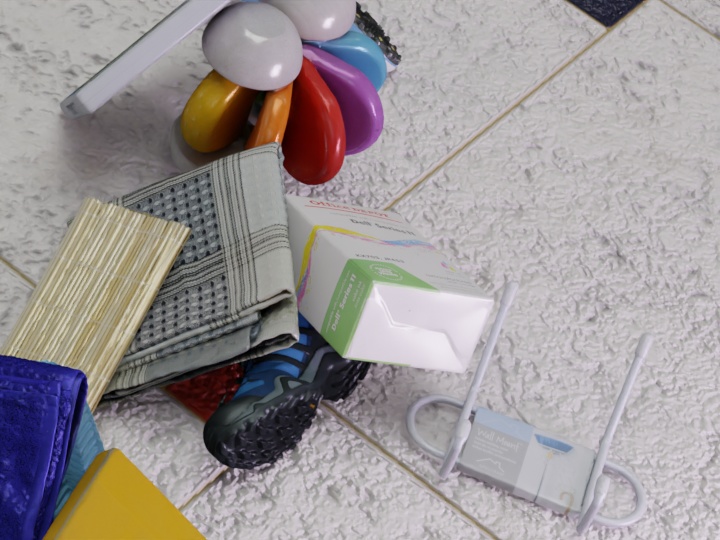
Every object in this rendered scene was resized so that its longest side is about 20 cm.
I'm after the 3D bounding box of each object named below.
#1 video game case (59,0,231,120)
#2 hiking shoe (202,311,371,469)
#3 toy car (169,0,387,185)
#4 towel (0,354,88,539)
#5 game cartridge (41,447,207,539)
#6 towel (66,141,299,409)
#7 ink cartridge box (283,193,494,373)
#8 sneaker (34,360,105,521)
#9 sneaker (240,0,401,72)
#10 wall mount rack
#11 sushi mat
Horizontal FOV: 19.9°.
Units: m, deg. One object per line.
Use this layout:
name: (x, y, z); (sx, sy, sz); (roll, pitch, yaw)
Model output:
video game case: (-0.155, -0.192, 1.660); (0.200, 0.182, 0.022); (-41, 100, -8)
hiking shoe: (-0.068, 0.082, 1.554); (0.086, 0.075, 0.200); (33, 36, 18)
toy car: (-0.053, -0.145, 1.690); (0.150, 0.175, 0.200); (34, 47, 10)
towel: (-0.291, 0.122, 1.377); (0.199, 0.050, 0.149); (9, 81, 17)
game cartridge: (-0.154, 0.245, 1.339); (0.176, 0.032, 0.200); (49, 46, -18)
towel: (-0.140, 0.001, 1.558); (0.191, 0.035, 0.201); (-18, 49, 12)
ink cartridge box: (0.000, 0.000, 1.583); (0.117, 0.068, 0.200); (9, 20, -33)
sneaker: (-0.210, 0.168, 1.424); (0.076, 0.081, 0.201); (-5, 70, -34)
sneaker: (-0.055, -0.230, 1.854); (0.199, 0.073, 0.072); (30, 17, -6)
wall mount rack: (0.143, 0.108, 1.587); (0.199, 0.075, 0.174); (22, 46, 2)
sushi mat: (-0.208, 0.034, 1.532); (0.095, 0.012, 0.201); (14, 61, 23)
